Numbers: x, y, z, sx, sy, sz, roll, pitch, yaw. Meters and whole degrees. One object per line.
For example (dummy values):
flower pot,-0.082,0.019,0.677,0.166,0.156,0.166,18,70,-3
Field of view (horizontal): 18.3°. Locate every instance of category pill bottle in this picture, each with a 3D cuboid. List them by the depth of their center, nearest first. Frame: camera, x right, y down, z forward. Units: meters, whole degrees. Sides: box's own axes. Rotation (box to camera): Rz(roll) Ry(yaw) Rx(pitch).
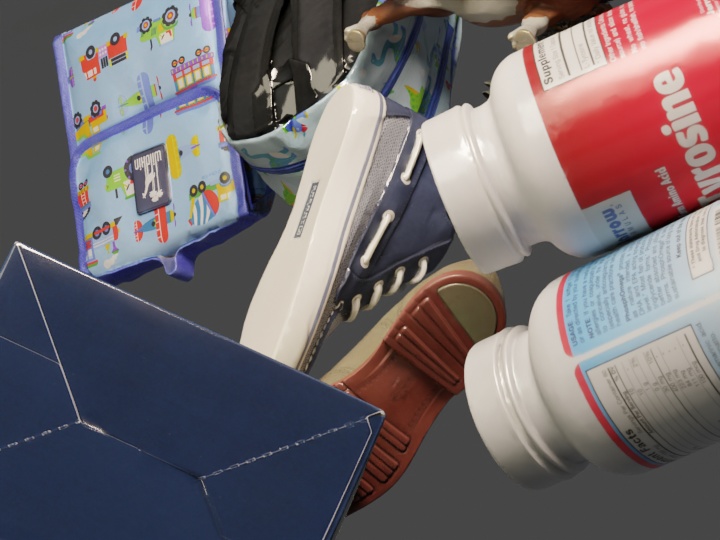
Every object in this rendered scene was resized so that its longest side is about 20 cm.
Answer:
pill bottle,0.155,0.035,1.106,0.200,0.109,0.109,-26,44,27
pill bottle,0.137,-0.075,1.122,0.200,0.112,0.112,-23,44,12

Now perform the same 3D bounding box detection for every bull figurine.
bull figurine,0.084,-0.167,1.265,0.200,0.065,0.121,0,24,38

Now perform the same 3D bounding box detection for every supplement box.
supplement box,-0.109,0.106,1.133,0.200,0.200,0.134,106,-170,-76

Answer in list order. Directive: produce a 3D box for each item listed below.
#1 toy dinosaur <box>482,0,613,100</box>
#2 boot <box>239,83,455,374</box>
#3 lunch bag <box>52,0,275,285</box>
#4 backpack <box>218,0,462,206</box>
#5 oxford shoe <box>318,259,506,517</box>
toy dinosaur,0.149,-0.101,1.243,0.136,0.102,0.200,-36,16,-9
boot,0.000,0.000,1.282,0.073,0.090,0.200,13,82,68
lunch bag,-0.123,-0.082,1.504,0.151,0.094,0.200,-21,59,32
backpack,-0.013,-0.130,1.392,0.163,0.154,0.200,-21,25,24
oxford shoe,0.012,0.073,1.266,0.200,0.070,0.075,-43,6,17
